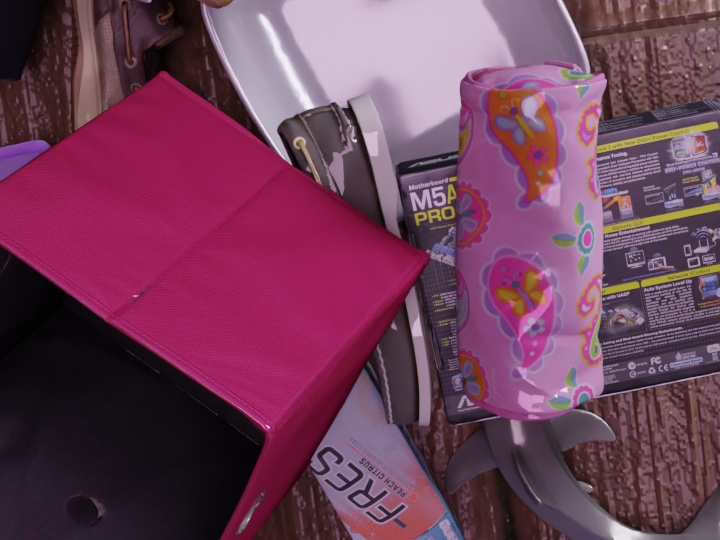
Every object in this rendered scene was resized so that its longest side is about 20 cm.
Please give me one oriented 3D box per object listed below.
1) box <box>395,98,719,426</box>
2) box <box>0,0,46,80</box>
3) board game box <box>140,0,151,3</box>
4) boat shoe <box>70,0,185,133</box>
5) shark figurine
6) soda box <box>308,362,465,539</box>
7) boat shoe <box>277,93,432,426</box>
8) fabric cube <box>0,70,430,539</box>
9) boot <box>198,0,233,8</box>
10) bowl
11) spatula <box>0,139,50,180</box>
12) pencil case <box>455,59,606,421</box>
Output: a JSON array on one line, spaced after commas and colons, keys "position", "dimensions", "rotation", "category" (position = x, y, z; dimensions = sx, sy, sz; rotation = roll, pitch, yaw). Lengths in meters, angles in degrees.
[{"position": [0.133, -0.005, 1.030], "dimensions": [0.199, 0.044, 0.161], "rotation": [-12, 103, 4], "category": "box"}, {"position": [-0.287, -0.245, 1.051], "dimensions": [0.198, 0.123, 0.201], "rotation": [21, 98, 11], "category": "box"}, {"position": [-0.178, -0.269, 0.939], "dimensions": [0.199, 0.041, 0.200], "rotation": [17, 84, 12], "category": "board game box"}, {"position": [-0.148, -0.157, 1.093], "dimensions": [0.072, 0.072, 0.201], "rotation": [1, 96, -9], "category": "boat shoe"}, {"position": [0.136, 0.140, 1.086], "dimensions": [0.214, 0.089, 0.128], "rotation": [41, 100, 2], "category": "shark figurine"}, {"position": [-0.008, 0.100, 1.086], "dimensions": [0.063, 0.068, 0.200], "rotation": [-30, 102, 2], "category": "soda box"}, {"position": [0.000, 0.000, 1.018], "dimensions": [0.060, 0.072, 0.203], "rotation": [-13, 99, -6], "category": "boat shoe"}, {"position": [-0.114, 0.049, 0.936], "dimensions": [0.200, 0.199, 0.197], "rotation": [34, 126, 7], "category": "fabric cube"}, {"position": [-0.064, -0.259, 0.974], "dimensions": [0.072, 0.200, 0.166], "rotation": [25, 121, -29], "category": "boot"}, {"position": [0.022, -0.144, 1.067], "dimensions": [0.199, 0.075, 0.200], "rotation": [-30, 95, 7], "category": "bowl"}, {"position": [-0.211, 0.015, 1.137], "dimensions": [0.056, 0.021, 0.201], "rotation": [-11, 96, 5], "category": "spatula"}, {"position": [0.097, -0.016, 0.966], "dimensions": [0.087, 0.087, 0.201], "rotation": [-1, 104, 6], "category": "pencil case"}]
